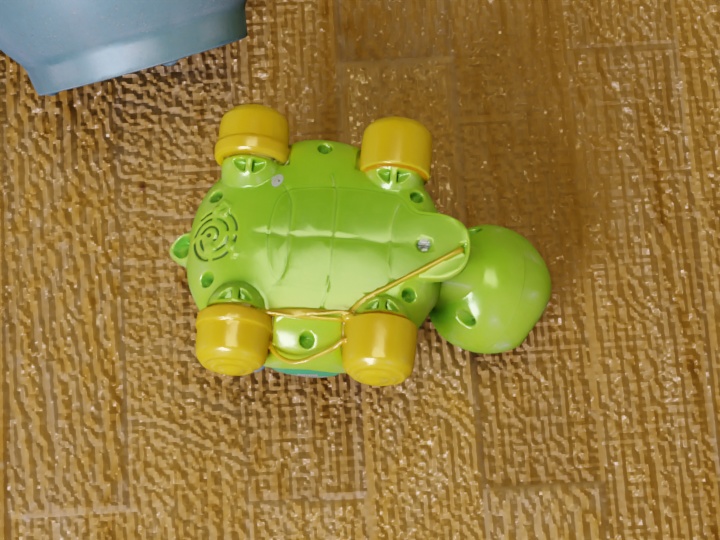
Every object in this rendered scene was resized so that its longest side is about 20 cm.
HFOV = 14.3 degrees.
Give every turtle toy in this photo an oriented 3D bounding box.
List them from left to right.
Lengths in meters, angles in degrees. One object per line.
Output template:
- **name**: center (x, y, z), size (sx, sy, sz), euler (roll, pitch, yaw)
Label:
- **turtle toy**: center (0.000, 0.000, 1.497), size (0.200, 0.101, 0.146), euler (5, 69, 3)

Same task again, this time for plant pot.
- **plant pot**: center (-0.134, -0.171, 1.533), size (0.200, 0.200, 0.134), euler (-15, 96, -5)
